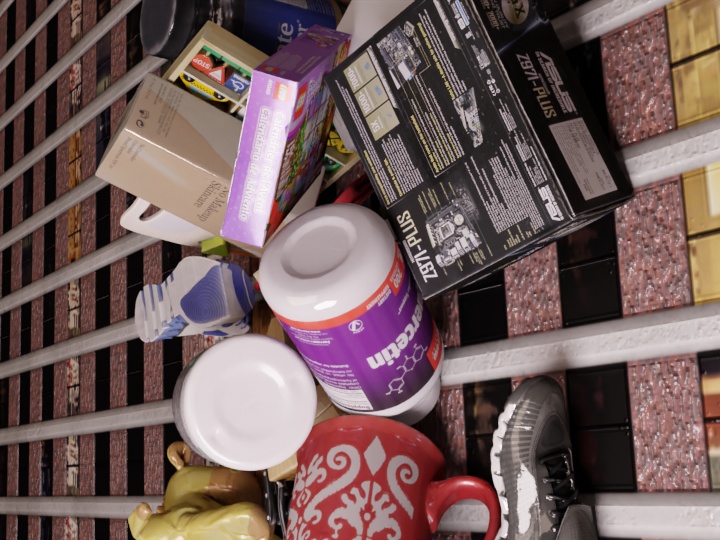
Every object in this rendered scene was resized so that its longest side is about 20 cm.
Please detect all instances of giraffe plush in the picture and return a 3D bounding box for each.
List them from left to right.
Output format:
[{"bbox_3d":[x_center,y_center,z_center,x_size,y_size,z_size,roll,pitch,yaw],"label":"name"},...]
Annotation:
[{"bbox_3d":[-0.165,0.276,1.175,0.162,0.199,0.173,-82,2,-65],"label":"giraffe plush"}]

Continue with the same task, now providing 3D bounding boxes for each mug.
[{"bbox_3d":[0.009,0.227,0.860,0.177,0.133,0.200,-29,32,34],"label":"mug"}]

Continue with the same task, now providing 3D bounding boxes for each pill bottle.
[{"bbox_3d":[-0.111,0.119,0.974,0.200,0.113,0.114,151,120,-74],"label":"pill bottle"},{"bbox_3d":[-0.115,-0.242,1.101,0.112,0.199,0.112,-10,78,55],"label":"pill bottle"},{"bbox_3d":[0.002,0.046,0.898,0.112,0.200,0.113,-14,46,15],"label":"pill bottle"}]

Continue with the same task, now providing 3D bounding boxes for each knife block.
[{"bbox_3d":[-0.046,0.165,1.071,0.175,0.064,0.201,35,114,51],"label":"knife block"}]

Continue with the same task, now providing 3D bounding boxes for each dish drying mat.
[{"bbox_3d":[-0.037,-0.042,1.083,0.018,0.077,0.200,47,136,0],"label":"dish drying mat"}]

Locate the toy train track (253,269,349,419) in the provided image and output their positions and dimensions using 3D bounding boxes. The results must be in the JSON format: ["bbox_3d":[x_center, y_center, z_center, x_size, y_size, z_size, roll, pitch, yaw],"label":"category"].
[{"bbox_3d":[-0.037,0.074,1.059,0.115,0.033,0.200,-40,71,9],"label":"toy train track"}]

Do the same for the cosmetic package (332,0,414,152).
[{"bbox_3d":[0.043,-0.211,0.973,0.200,0.081,0.113,-54,45,36],"label":"cosmetic package"}]

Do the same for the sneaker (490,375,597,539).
[{"bbox_3d":[0.141,0.180,0.798,0.090,0.066,0.201,16,103,52],"label":"sneaker"}]

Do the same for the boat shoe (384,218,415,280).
[{"bbox_3d":[0.000,0.000,1.015,0.200,0.072,0.071,-21,84,61],"label":"boat shoe"}]

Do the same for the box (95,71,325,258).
[{"bbox_3d":[-0.144,-0.097,1.060,0.095,0.199,0.078,-42,28,50],"label":"box"}]

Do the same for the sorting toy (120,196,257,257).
[{"bbox_3d":[-0.162,-0.090,1.169,0.107,0.179,0.201,53,128,45],"label":"sorting toy"}]

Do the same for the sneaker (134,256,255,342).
[{"bbox_3d":[-0.161,0.031,1.213,0.199,0.115,0.081,-18,78,51],"label":"sneaker"}]

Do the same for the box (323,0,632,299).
[{"bbox_3d":[0.086,-0.103,0.830,0.164,0.086,0.201,-32,80,45],"label":"box"}]

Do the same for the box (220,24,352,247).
[{"bbox_3d":[-0.058,-0.118,0.902,0.200,0.039,0.137,-63,-12,-65],"label":"box"}]

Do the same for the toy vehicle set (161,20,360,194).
[{"bbox_3d":[-0.096,-0.151,1.066,0.124,0.199,0.027,-37,32,46],"label":"toy vehicle set"}]
